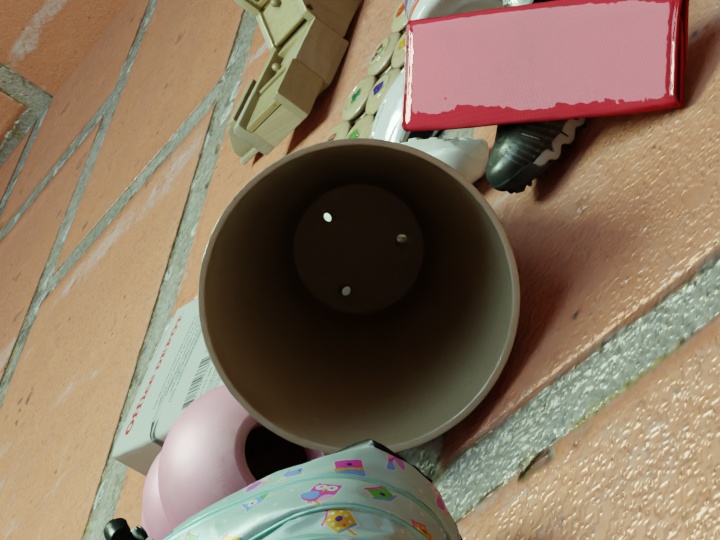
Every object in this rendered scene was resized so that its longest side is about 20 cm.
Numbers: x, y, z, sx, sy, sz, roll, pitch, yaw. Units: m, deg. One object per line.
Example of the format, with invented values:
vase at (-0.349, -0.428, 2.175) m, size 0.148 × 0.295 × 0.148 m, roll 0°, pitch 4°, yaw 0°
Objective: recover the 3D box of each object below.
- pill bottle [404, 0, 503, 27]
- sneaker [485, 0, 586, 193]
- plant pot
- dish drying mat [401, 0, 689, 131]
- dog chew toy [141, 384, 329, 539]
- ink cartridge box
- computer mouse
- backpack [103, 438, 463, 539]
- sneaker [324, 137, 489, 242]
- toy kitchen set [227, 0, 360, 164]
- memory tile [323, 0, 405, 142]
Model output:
pill bottle at (0.088, -0.207, 1.203) m, size 0.111 × 0.111 × 0.200 m, roll -48°, pitch 21°, yaw 26°
sneaker at (0.119, -0.149, 1.068) m, size 0.200 × 0.090 × 0.066 m, roll -61°, pitch 19°, yaw -9°
plant pot at (0.000, 0.000, 1.038) m, size 0.187 × 0.187 × 0.200 m, roll -54°, pitch 5°, yaw 8°
dish drying mat at (0.111, -0.130, 1.018) m, size 0.200 × 0.018 × 0.077 m, roll -1°, pitch 84°, yaw 38°
dog chew toy at (-0.087, 0.150, 1.077) m, size 0.200 × 0.124 × 0.125 m, roll -43°, pitch 23°, yaw 56°
ink cartridge box at (-0.092, 0.081, 1.233) m, size 0.200 × 0.084 × 0.146 m, roll -27°, pitch 35°, yaw 55°
computer mouse at (0.020, -0.104, 1.309) m, size 0.200 × 0.044 × 0.110 m, roll -55°, pitch 19°, yaw 7°
backpack at (-0.035, 0.185, 0.851) m, size 0.200 × 0.167 × 0.127 m, roll -33°, pitch 22°, yaw 18°
sneaker at (0.022, -0.045, 1.195) m, size 0.200 × 0.076 × 0.081 m, roll -20°, pitch 70°, yaw 48°
toy kitchen set at (-0.133, -0.227, 1.660) m, size 0.163 × 0.180 × 0.200 m, roll -39°, pitch 22°, yaw 44°
memory tile at (0.032, -0.178, 1.437) m, size 0.200 × 0.017 × 0.153 m, roll -62°, pitch 20°, yaw -14°
